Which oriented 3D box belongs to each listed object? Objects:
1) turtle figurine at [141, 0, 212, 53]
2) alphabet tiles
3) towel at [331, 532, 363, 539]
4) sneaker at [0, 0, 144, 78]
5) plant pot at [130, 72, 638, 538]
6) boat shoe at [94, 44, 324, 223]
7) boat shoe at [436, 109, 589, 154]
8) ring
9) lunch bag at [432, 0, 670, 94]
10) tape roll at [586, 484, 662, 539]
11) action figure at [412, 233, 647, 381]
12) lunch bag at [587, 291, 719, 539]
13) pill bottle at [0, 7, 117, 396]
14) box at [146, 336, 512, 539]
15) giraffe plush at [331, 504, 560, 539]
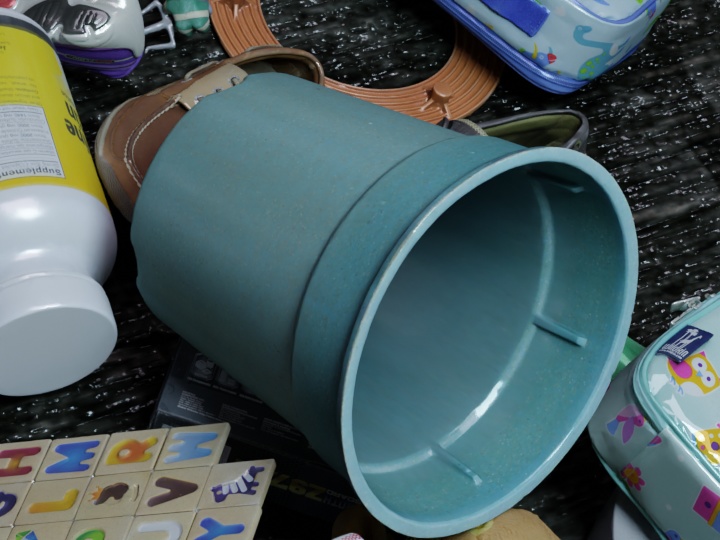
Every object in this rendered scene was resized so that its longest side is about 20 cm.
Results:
[{"bbox_3d":[-0.131,-0.211,1.485,0.200,0.101,0.150,-26,62,-38],"label":"turtle figurine"},{"bbox_3d":[-0.144,0.134,1.180,0.199,0.006,0.167,-7,35,20],"label":"alphabet tiles"},{"bbox_3d":[-0.086,0.191,1.114,0.146,0.200,0.030,-32,83,-36],"label":"towel"},{"bbox_3d":[-0.219,-0.150,1.427,0.199,0.084,0.081,18,64,17],"label":"sneaker"},{"bbox_3d":[0.000,0.000,1.218,0.200,0.201,0.196,-27,40,-34],"label":"plant pot"},{"bbox_3d":[-0.082,-0.085,1.375,0.076,0.072,0.200,56,31,-8],"label":"boat shoe"},{"bbox_3d":[0.056,-0.060,1.430,0.200,0.065,0.073,-16,39,-43],"label":"boat shoe"},{"bbox_3d":[0.000,-0.167,1.547,0.200,0.019,0.201,9,51,-12],"label":"ring"},{"bbox_3d":[0.097,-0.208,1.550,0.200,0.083,0.161,39,35,7],"label":"lunch bag"},{"bbox_3d":[0.220,0.175,1.318,0.200,0.066,0.201,10,50,-12],"label":"tape roll"},{"bbox_3d":[0.058,-0.002,1.335,0.118,0.055,0.200,-27,74,-39],"label":"action figure"},{"bbox_3d":[0.227,0.097,1.279,0.160,0.077,0.200,-33,77,-35],"label":"lunch bag"},{"bbox_3d":[-0.195,-0.037,1.313,0.112,0.112,0.200,-6,55,-23],"label":"pill bottle"},{"bbox_3d":[-0.003,0.063,1.340,0.199,0.051,0.158,19,49,-3],"label":"box"},{"bbox_3d":[0.060,0.191,1.216,0.199,0.173,0.162,-16,40,12],"label":"giraffe plush"}]
